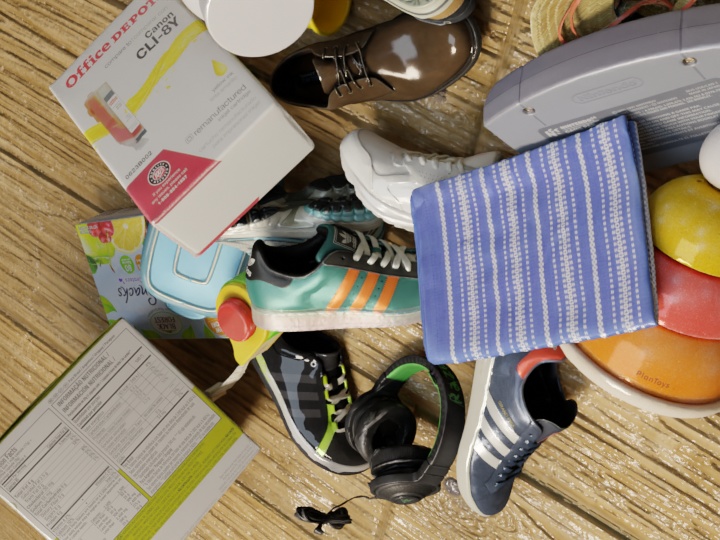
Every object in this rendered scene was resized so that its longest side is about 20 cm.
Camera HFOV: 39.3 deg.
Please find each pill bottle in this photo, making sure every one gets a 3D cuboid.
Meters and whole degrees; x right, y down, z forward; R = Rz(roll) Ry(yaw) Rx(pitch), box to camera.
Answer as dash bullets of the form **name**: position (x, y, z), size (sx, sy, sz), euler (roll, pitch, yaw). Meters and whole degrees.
- **pill bottle**: position (-0.100, -0.261, 0.788), size (0.111, 0.110, 0.201), euler (-59, 38, 39)

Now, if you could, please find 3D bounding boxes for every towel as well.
- **towel**: position (0.114, -0.015, 0.720), size (0.199, 0.024, 0.146), euler (-16, 72, 45)

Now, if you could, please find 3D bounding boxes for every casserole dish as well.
- **casserole dish**: position (-0.150, -0.039, 0.985), size (0.120, 0.039, 0.201), euler (20, 106, -1)

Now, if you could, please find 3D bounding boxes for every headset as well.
- **headset**: position (0.018, 0.167, 0.938), size (0.201, 0.093, 0.124), euler (-59, 35, 24)

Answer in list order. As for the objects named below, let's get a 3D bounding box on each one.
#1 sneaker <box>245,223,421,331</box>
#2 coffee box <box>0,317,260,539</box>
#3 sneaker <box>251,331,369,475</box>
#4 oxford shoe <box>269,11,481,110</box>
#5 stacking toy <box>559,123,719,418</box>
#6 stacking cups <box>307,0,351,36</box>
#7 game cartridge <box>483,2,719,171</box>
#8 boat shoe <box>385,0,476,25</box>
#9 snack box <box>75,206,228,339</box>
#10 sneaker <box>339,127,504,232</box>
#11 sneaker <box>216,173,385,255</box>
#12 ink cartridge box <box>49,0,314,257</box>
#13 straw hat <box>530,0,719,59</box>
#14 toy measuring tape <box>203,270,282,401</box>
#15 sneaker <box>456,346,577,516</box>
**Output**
- **sneaker**: position (0.000, 0.000, 0.863), size (0.198, 0.072, 0.080), euler (-7, 118, -1)
- **coffee box**: position (-0.255, 0.194, 1.049), size (0.198, 0.200, 0.200), euler (44, 161, -7)
- **sneaker**: position (-0.045, 0.112, 1.006), size (0.200, 0.072, 0.083), euler (53, 131, 5)
- **oxford shoe**: position (0.007, -0.165, 0.827), size (0.199, 0.084, 0.073), euler (-10, 103, 38)
- **stacking toy**: position (0.229, -0.013, 0.687), size (0.146, 0.146, 0.201), euler (34, 125, 20)
- **stacking cups**: position (-0.105, -0.250, 0.887), size (0.199, 0.060, 0.061), euler (18, 121, 31)
- **game cartridge**: position (0.190, -0.114, 0.682), size (0.199, 0.133, 0.041), euler (-11, 64, 42)
- **boat shoe**: position (0.017, -0.251, 0.790), size (0.200, 0.062, 0.075), euler (44, 108, 33)
- **snack box**: position (-0.210, 0.001, 1.094), size (0.199, 0.053, 0.143), euler (-4, 110, 39)
- **sneaker**: position (0.075, -0.070, 0.835), size (0.200, 0.078, 0.100), euler (36, 121, 9)
- **sneaker**: position (-0.072, -0.030, 0.924), size (0.198, 0.078, 0.087), euler (-1, 125, 12)
- **ink cartridge box**: position (-0.160, -0.136, 0.884), size (0.145, 0.083, 0.200), euler (-44, 61, 3)
- **straw hat**: position (0.213, -0.190, 0.649), size (0.200, 0.201, 0.086), euler (-11, 61, 40)
- **toy measuring tape**: position (-0.120, 0.055, 0.978), size (0.074, 0.073, 0.200), euler (50, 134, 8)
- **sneaker**: position (0.140, 0.139, 0.872), size (0.084, 0.075, 0.201), euler (22, 122, 34)
